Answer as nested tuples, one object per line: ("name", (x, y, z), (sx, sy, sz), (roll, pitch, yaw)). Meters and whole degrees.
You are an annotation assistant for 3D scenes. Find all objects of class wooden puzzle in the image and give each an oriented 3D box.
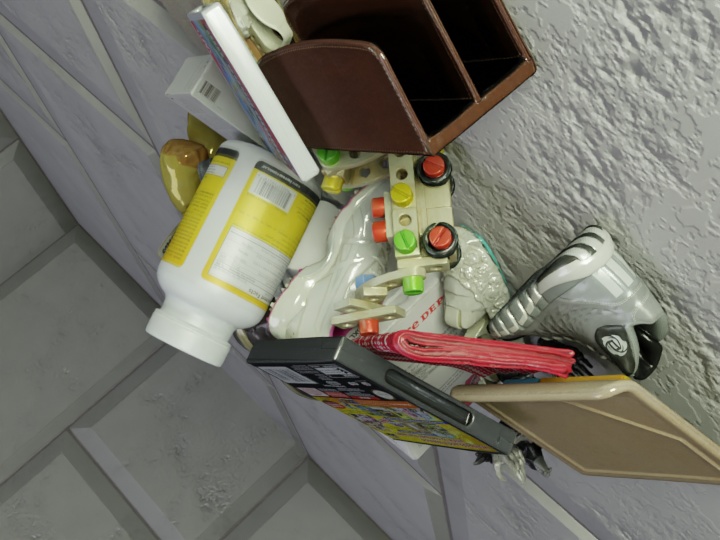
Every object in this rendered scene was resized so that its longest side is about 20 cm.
("wooden puzzle", (0.200, 0.127, 0.761), (0.199, 0.037, 0.185), (30, 157, -28))

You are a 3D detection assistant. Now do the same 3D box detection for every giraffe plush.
("giraffe plush", (-0.133, -0.089, 1.104), (0.161, 0.201, 0.173), (7, 161, 25))

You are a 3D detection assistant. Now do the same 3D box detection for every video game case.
("video game case", (-0.093, -0.151, 0.767), (0.143, 0.017, 0.200), (59, 177, -19))
("video game case", (0.011, 0.110, 0.829), (0.180, 0.026, 0.200), (31, 162, -21))

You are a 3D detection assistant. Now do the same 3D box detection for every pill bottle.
("pill bottle", (-0.020, 0.008, 1.026), (0.112, 0.112, 0.200), (37, 170, 33))
("pill bottle", (-0.126, -0.015, 0.899), (0.112, 0.201, 0.112), (26, 173, 3))

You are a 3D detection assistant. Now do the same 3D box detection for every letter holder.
("letter holder", (0.001, -0.169, 0.653), (0.142, 0.100, 0.200), (58, 161, -23))

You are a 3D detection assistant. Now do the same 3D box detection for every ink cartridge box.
("ink cartridge box", (0.055, 0.081, 0.989), (0.084, 0.145, 0.200), (32, 157, 40))

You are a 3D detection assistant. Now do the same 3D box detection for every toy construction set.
("toy construction set", (0.017, -0.046, 0.788), (0.092, 0.130, 0.201), (18, -114, -80))

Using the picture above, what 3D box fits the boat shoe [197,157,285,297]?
("boat shoe", (-0.126, -0.031, 1.016), (0.072, 0.067, 0.201), (-86, -18, -63))

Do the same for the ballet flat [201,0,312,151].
("ballet flat", (-0.070, -0.192, 0.849), (0.200, 0.071, 0.071), (54, 163, -16))

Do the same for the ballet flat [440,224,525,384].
("ballet flat", (0.117, 0.050, 0.905), (0.072, 0.072, 0.200), (28, 153, 49))

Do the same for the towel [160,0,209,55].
("towel", (-0.137, -0.240, 0.960), (0.200, 0.034, 0.132), (52, 164, -17))

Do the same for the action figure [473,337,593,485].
("action figure", (0.173, 0.158, 0.916), (0.201, 0.118, 0.102), (82, 164, -50))

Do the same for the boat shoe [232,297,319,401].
("boat shoe", (-0.053, 0.091, 1.002), (0.073, 0.075, 0.200), (4, 156, 42))

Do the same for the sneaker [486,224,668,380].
("sneaker", (0.175, 0.049, 0.741), (0.115, 0.075, 0.200), (44, 162, 6))

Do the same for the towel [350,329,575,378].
("towel", (0.071, 0.070, 0.766), (0.144, 0.023, 0.200), (8, 172, -12))

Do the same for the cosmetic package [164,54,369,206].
("cosmetic package", (-0.091, -0.138, 0.934), (0.200, 0.051, 0.082), (34, 170, -30))

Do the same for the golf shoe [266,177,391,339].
("golf shoe", (0.000, 0.000, 0.881), (0.091, 0.200, 0.075), (37, -175, 24))
